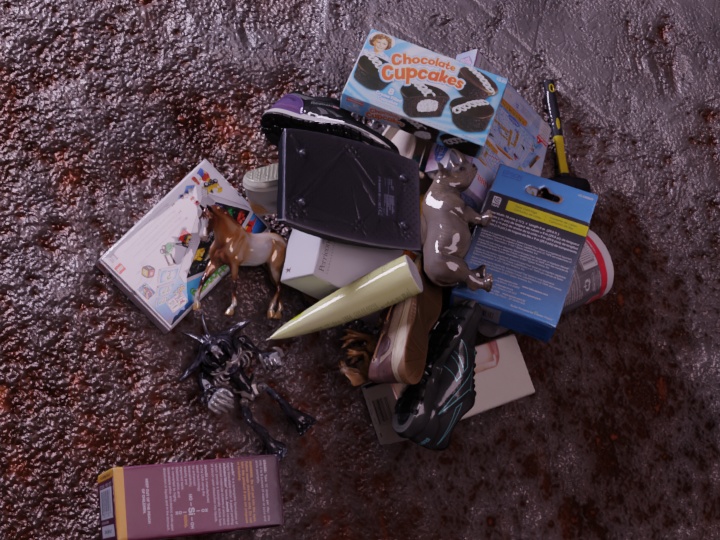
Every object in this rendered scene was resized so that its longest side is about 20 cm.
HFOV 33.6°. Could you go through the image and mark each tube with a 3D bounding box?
[{"bbox_3d":[-0.021,0.043,1.476,0.058,0.199,0.052,52,18,-43],"label":"tube"}]

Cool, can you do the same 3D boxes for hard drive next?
[{"bbox_3d":[-0.016,-0.095,1.488,0.199,0.042,0.136,11,68,-30],"label":"hard drive"}]

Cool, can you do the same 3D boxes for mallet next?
[{"bbox_3d":[0.307,-0.193,1.793,0.066,0.041,0.201,8,70,-20],"label":"mallet"}]

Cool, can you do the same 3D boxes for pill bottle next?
[{"bbox_3d":[0.247,0.019,1.669,0.199,0.111,0.111,-22,85,-25],"label":"pill bottle"}]

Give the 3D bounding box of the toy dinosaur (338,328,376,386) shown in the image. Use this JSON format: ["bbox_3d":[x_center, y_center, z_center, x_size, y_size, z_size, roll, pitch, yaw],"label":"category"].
[{"bbox_3d":[0.033,0.114,1.559,0.200,0.106,0.061,-23,128,-43],"label":"toy dinosaur"}]

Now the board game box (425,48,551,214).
[{"bbox_3d":[0.185,-0.171,1.680,0.200,0.041,0.200,39,57,-37],"label":"board game box"}]

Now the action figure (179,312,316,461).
[{"bbox_3d":[-0.143,0.139,1.487,0.119,0.102,0.200,-43,96,-14],"label":"action figure"}]

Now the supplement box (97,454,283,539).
[{"bbox_3d":[-0.204,0.273,1.420,0.199,0.110,0.086,-1,77,-22],"label":"supplement box"}]

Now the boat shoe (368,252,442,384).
[{"bbox_3d":[0.052,0.061,1.508,0.072,0.072,0.201,52,38,-39],"label":"boat shoe"}]

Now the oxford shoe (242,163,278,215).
[{"bbox_3d":[-0.076,-0.115,1.597,0.199,0.075,0.058,-19,120,-41],"label":"oxford shoe"}]

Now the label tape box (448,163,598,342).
[{"bbox_3d":[0.217,-0.023,1.582,0.144,0.063,0.201,19,69,9],"label":"label tape box"}]

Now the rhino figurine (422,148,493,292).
[{"bbox_3d":[0.121,-0.067,1.526,0.087,0.060,0.201,4,70,-8],"label":"rhino figurine"}]

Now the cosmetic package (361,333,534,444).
[{"bbox_3d":[0.116,0.158,1.585,0.199,0.103,0.088,-16,83,-26],"label":"cosmetic package"}]

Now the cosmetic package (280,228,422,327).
[{"bbox_3d":[0.000,0.000,1.562,0.199,0.071,0.102,26,67,-36],"label":"cosmetic package"}]

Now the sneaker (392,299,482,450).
[{"bbox_3d":[0.110,0.132,1.504,0.079,0.075,0.201,33,74,-22],"label":"sneaker"}]

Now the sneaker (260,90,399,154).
[{"bbox_3d":[-0.029,-0.197,1.597,0.199,0.076,0.088,21,49,17],"label":"sneaker"}]

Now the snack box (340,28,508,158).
[{"bbox_3d":[0.085,-0.236,1.586,0.199,0.037,0.117,21,63,4],"label":"snack box"}]

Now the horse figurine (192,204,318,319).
[{"bbox_3d":[-0.136,-0.007,1.524,0.199,0.050,0.133,9,88,-39],"label":"horse figurine"}]

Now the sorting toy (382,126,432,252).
[{"bbox_3d":[0.093,-0.095,1.650,0.180,0.107,0.201,30,61,-23],"label":"sorting toy"}]

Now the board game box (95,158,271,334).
[{"bbox_3d":[-0.226,-0.032,1.532,0.126,0.035,0.200,46,65,-7],"label":"board game box"}]
